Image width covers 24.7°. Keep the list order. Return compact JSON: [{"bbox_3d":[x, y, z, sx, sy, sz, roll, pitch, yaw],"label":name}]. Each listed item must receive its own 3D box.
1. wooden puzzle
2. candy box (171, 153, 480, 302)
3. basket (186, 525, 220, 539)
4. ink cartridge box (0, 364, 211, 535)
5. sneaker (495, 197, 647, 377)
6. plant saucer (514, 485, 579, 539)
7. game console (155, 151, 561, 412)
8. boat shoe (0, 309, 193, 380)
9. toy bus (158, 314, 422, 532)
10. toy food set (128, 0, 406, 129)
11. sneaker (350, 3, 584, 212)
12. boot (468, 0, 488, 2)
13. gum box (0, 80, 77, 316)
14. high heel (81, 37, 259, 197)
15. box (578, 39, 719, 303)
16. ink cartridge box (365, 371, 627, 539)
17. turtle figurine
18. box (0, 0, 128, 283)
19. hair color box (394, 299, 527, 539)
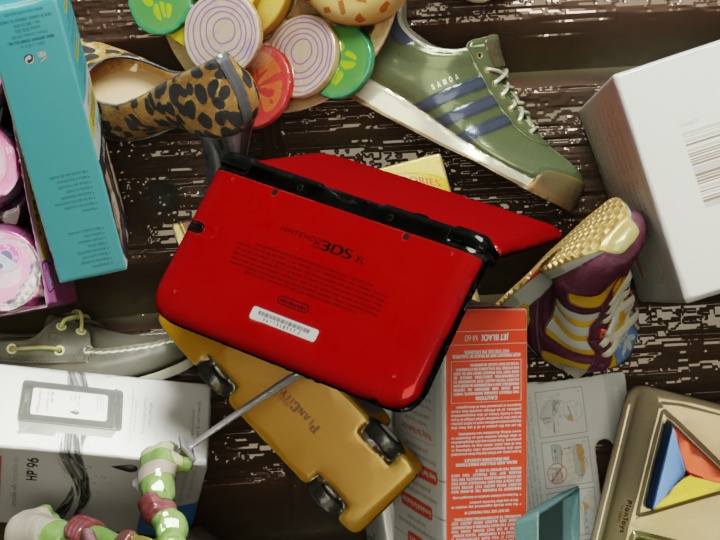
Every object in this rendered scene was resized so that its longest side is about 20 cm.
[{"bbox_3d":[0.267,0.193,1.178,0.199,0.046,0.186,14,89,-5],"label":"wooden puzzle"},{"bbox_3d":[-0.024,-0.003,1.185,0.199,0.056,0.117,-14,90,-1],"label":"candy box"},{"bbox_3d":[-0.076,0.286,1.144,0.200,0.180,0.136,40,49,9],"label":"basket"},{"bbox_3d":[-0.209,0.124,1.133,0.199,0.116,0.068,6,54,-9],"label":"ink cartridge box"},{"bbox_3d":[0.163,0.018,1.117,0.090,0.200,0.075,46,72,1],"label":"sneaker"},{"bbox_3d":[0.125,0.185,1.092,0.019,0.200,0.070,0,87,16],"label":"plant saucer"},{"bbox_3d":[0.000,0.000,1.062,0.200,0.119,0.173,19,76,28],"label":"game console"},{"bbox_3d":[-0.221,0.061,1.178,0.201,0.072,0.060,-8,95,4],"label":"boat shoe"},{"bbox_3d":[-0.045,0.081,1.103,0.065,0.078,0.200,-45,81,6],"label":"toy bus"},{"bbox_3d":[-0.062,-0.204,1.160,0.200,0.049,0.198,35,106,16],"label":"toy food set"},{"bbox_3d":[0.084,-0.125,1.178,0.200,0.067,0.090,28,95,3],"label":"sneaker"},{"bbox_3d":[0.084,-0.291,1.181,0.075,0.107,0.200,0,63,20],"label":"boot"},{"bbox_3d":[-0.257,-0.068,1.157,0.066,0.114,0.201,-11,89,0],"label":"gum box"},{"bbox_3d":[-0.147,-0.142,1.133,0.200,0.143,0.071,38,59,18],"label":"high heel"},{"bbox_3d":[0.229,-0.065,1.111,0.106,0.200,0.153,-18,89,1],"label":"box"},{"bbox_3d":[0.102,0.164,1.199,0.200,0.057,0.163,-6,89,-20],"label":"ink cartridge box"},{"bbox_3d":[-0.119,0.188,1.051,0.194,0.200,0.144,-8,124,36],"label":"turtle figurine"},{"bbox_3d":[-0.202,-0.100,1.104,0.049,0.082,0.200,-12,119,-2],"label":"box"},{"bbox_3d":[0.066,0.122,1.103,0.064,0.111,0.201,0,93,-16],"label":"hair color box"}]
